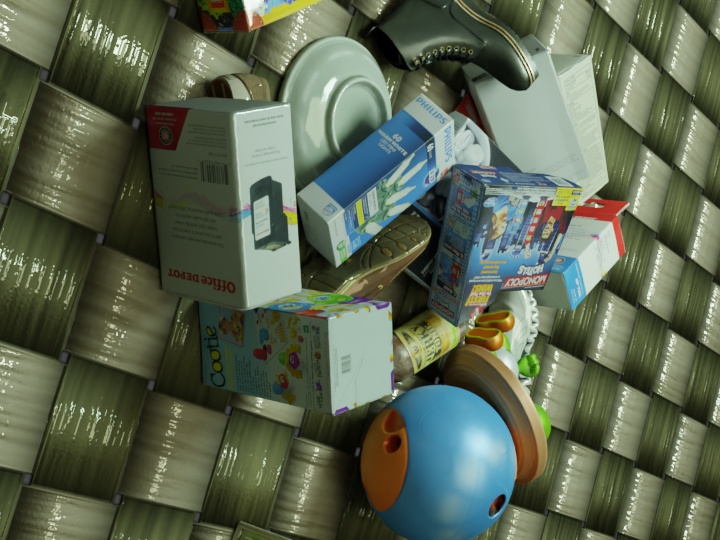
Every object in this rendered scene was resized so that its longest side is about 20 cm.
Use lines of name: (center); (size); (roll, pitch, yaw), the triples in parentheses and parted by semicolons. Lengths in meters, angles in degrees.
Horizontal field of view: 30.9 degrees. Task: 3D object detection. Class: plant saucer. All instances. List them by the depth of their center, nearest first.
plant saucer: (-0.017, -0.178, 1.556); (0.199, 0.050, 0.202); (-11, 105, -47)
plant saucer: (0.172, 0.195, 1.734); (0.032, 0.200, 0.202); (-25, 117, -25)

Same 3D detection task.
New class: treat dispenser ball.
treat dispenser ball: (0.099, 0.247, 1.650); (0.200, 0.200, 0.203); (-12, 105, -48)

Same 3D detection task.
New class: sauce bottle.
sauce bottle: (0.058, 0.106, 1.683); (0.200, 0.064, 0.065); (-31, 119, -43)

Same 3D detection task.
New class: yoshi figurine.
yoshi figurine: (0.209, 0.163, 1.777); (0.112, 0.112, 0.201); (-18, 110, -13)

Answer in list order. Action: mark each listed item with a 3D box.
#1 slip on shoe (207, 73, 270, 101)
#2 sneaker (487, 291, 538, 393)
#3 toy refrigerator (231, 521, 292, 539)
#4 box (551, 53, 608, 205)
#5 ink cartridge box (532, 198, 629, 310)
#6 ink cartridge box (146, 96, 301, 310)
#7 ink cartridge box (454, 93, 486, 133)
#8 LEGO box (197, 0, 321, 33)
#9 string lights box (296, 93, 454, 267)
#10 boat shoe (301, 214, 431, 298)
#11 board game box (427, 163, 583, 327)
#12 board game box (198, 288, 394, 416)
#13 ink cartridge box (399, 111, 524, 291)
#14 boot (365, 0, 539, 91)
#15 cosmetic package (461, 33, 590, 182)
slip on shoe: (-0.122, -0.116, 1.429); (0.060, 0.076, 0.202); (-15, 100, -40)
sneaker: (0.202, 0.102, 1.850); (0.081, 0.075, 0.202); (-5, 100, -40)
toy refrigerator: (-0.066, 0.351, 1.478); (0.070, 0.199, 0.076); (34, 72, -46)
box: (0.295, -0.206, 1.890); (0.095, 0.077, 0.201); (-34, 121, -41)
ink cartridge box: (0.307, -0.029, 1.908); (0.200, 0.116, 0.068); (-41, 125, -36)
ink cartridge box: (-0.142, -0.073, 1.353); (0.082, 0.145, 0.202); (-17, 110, -44)
ink cartridge box: (0.154, -0.109, 1.773); (0.174, 0.043, 0.201); (-54, 133, -27)
LEGO box: (-0.095, -0.358, 1.411); (0.200, 0.077, 0.150); (-34, 121, -41)
string lights box: (0.021, -0.107, 1.535); (0.200, 0.059, 0.103); (-40, 155, -16)
boat shoe: (0.000, 0.000, 1.578); (0.199, 0.072, 0.068); (-32, 144, -19)
board game box: (0.171, -0.030, 1.665); (0.199, 0.062, 0.201); (-1, 119, -44)
board game box: (-0.071, 0.081, 1.422); (0.103, 0.199, 0.106); (-14, 107, -47)
ink cartridge box: (0.125, -0.071, 1.681); (0.200, 0.043, 0.199); (37, 91, -40)
boot: (0.112, -0.268, 1.628); (0.200, 0.078, 0.138); (41, 63, 3)
cosmetic package: (0.225, -0.203, 1.764); (0.112, 0.081, 0.201); (-23, 117, 1)
